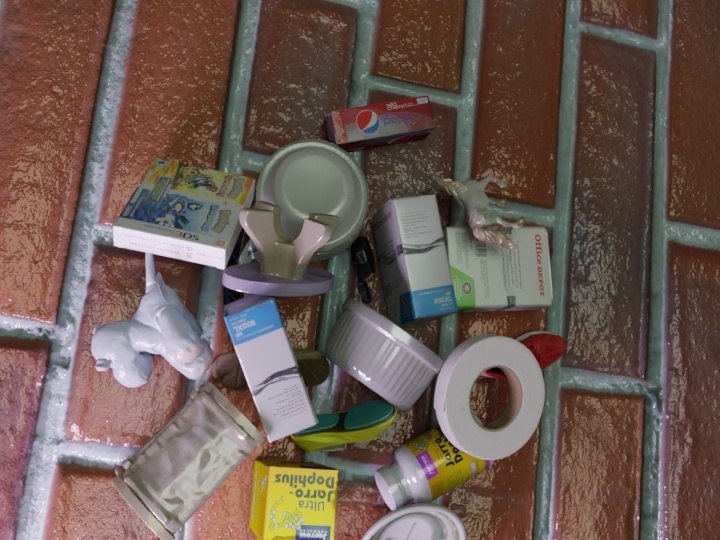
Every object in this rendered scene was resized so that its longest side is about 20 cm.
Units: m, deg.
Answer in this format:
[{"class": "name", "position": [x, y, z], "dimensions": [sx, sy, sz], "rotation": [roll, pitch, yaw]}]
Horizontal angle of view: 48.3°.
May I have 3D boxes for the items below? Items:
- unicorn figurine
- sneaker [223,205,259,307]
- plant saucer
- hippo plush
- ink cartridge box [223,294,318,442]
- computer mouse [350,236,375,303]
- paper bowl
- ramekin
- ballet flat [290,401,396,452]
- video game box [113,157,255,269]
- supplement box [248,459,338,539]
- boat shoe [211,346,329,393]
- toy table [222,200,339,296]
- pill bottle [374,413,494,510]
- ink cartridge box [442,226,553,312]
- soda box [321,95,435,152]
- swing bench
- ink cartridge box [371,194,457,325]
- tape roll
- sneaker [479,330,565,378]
[{"class": "unicorn figurine", "position": [0.206, -0.119, 1.426], "dimensions": [0.134, 0.201, 0.075], "rotation": [2, 123, -18]}, {"class": "sneaker", "position": [-0.191, -0.012, 1.375], "dimensions": [0.076, 0.075, 0.205], "rotation": [9, 75, -39]}, {"class": "plant saucer", "position": [0.078, 0.455, 1.336], "dimensions": [0.196, 0.050, 0.204], "rotation": [-8, 119, -14]}, {"class": "hippo plush", "position": [-0.335, 0.116, 1.251], "dimensions": [0.159, 0.160, 0.202], "rotation": [-30, 131, -6]}, {"class": "ink cartridge box", "position": [-0.142, 0.143, 1.246], "dimensions": [0.082, 0.145, 0.204], "rotation": [-20, 98, -9]}, {"class": "computer mouse", "position": [0.000, 0.000, 1.368], "dimensions": [0.033, 0.201, 0.059], "rotation": [-18, 114, 11]}, {"class": "paper bowl", "position": [-0.082, -0.127, 1.382], "dimensions": [0.196, 0.105, 0.205], "rotation": [2, 74, -7]}, {"class": "ramekin", "position": [0.032, 0.144, 1.334], "dimensions": [0.199, 0.200, 0.106], "rotation": [35, 83, -6]}, {"class": "ballet flat", "position": [-0.022, 0.264, 1.326], "dimensions": [0.196, 0.067, 0.068], "rotation": [-14, 117, 22]}, {"class": "video game box", "position": [-0.279, -0.096, 1.298], "dimensions": [0.178, 0.047, 0.202], "rotation": [13, 40, -2]}, {"class": "supplement box", "position": [-0.108, 0.357, 1.254], "dimensions": [0.107, 0.200, 0.112], "rotation": [6, 79, -13]}, {"class": "boat shoe", "position": [-0.152, 0.162, 1.357], "dimensions": [0.196, 0.063, 0.075], "rotation": [4, 105, -11]}, {"class": "toy table", "position": [-0.116, -0.033, 1.249], "dimensions": [0.198, 0.181, 0.120], "rotation": [-5, 109, -54]}, {"class": "pill bottle", "position": [0.125, 0.329, 1.370], "dimensions": [0.197, 0.104, 0.106], "rotation": [-25, 87, -17]}, {"class": "ink cartridge box", "position": [0.240, -0.001, 1.468], "dimensions": [0.196, 0.084, 0.149], "rotation": [0, 81, -14]}, {"class": "soda box", "position": [0.033, -0.265, 1.468], "dimensions": [0.196, 0.070, 0.065], "rotation": [-12, 84, -17]}, {"class": "swing bench", "position": [-0.265, 0.284, 1.226], "dimensions": [0.130, 0.200, 0.199], "rotation": [46, 73, -2]}, {"class": "ink cartridge box", "position": [0.090, -0.014, 1.391], "dimensions": [0.082, 0.145, 0.204], "rotation": [-8, 82, -15]}, {"class": "tape roll", "position": [0.214, 0.207, 1.322], "dimensions": [0.199, 0.037, 0.208], "rotation": [-1, 93, -24]}, {"class": "sneaker", "position": [0.294, 0.161, 1.432], "dimensions": [0.196, 0.115, 0.080], "rotation": [-15, 95, -12]}]
